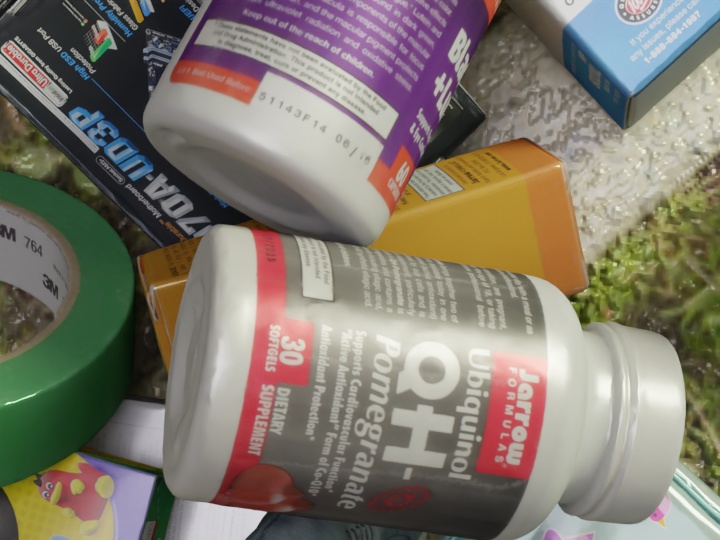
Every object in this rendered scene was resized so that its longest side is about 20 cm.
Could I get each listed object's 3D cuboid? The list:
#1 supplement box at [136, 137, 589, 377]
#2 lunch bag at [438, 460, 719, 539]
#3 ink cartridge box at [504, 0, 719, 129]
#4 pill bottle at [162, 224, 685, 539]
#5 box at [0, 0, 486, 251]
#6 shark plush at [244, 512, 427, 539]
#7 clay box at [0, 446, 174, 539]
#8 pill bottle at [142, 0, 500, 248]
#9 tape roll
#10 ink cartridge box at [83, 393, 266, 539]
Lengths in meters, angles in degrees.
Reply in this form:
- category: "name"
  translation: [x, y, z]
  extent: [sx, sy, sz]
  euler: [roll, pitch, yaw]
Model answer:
- category: "supplement box"
  translation: [0.000, 0.000, 0.765]
  extent: [0.198, 0.069, 0.067]
  euler: [-17, 111, -10]
- category: "lunch bag"
  translation: [0.124, 0.175, 0.759]
  extent: [0.200, 0.077, 0.161]
  euler: [44, 92, 11]
- category: "ink cartridge box"
  translation: [0.114, -0.194, 0.789]
  extent: [0.145, 0.084, 0.200]
  euler: [-42, 80, 3]
- category: "pill bottle"
  translation: [0.025, 0.050, 0.676]
  extent: [0.198, 0.111, 0.112]
  euler: [9, 86, -13]
- category: "box"
  translation: [-0.061, -0.090, 0.782]
  extent: [0.159, 0.046, 0.200]
  euler: [-45, 110, 2]
- category: "shark plush"
  translation: [0.010, 0.085, 0.750]
  extent: [0.090, 0.084, 0.200]
  euler: [7, 48, 44]
- category: "clay box"
  translation: [-0.194, 0.124, 0.768]
  extent: [0.198, 0.048, 0.116]
  euler: [14, 86, 10]
- category: "pill bottle"
  translation: [0.001, -0.120, 0.698]
  extent: [0.111, 0.112, 0.201]
  euler: [25, 78, 10]
- category: "tape roll"
  translation: [-0.204, 0.022, 0.770]
  extent: [0.199, 0.201, 0.049]
  euler: [13, 125, 10]
- category: "ink cartridge box"
  translation: [-0.132, 0.112, 0.813]
  extent: [0.198, 0.059, 0.105]
  euler: [7, 87, 10]
